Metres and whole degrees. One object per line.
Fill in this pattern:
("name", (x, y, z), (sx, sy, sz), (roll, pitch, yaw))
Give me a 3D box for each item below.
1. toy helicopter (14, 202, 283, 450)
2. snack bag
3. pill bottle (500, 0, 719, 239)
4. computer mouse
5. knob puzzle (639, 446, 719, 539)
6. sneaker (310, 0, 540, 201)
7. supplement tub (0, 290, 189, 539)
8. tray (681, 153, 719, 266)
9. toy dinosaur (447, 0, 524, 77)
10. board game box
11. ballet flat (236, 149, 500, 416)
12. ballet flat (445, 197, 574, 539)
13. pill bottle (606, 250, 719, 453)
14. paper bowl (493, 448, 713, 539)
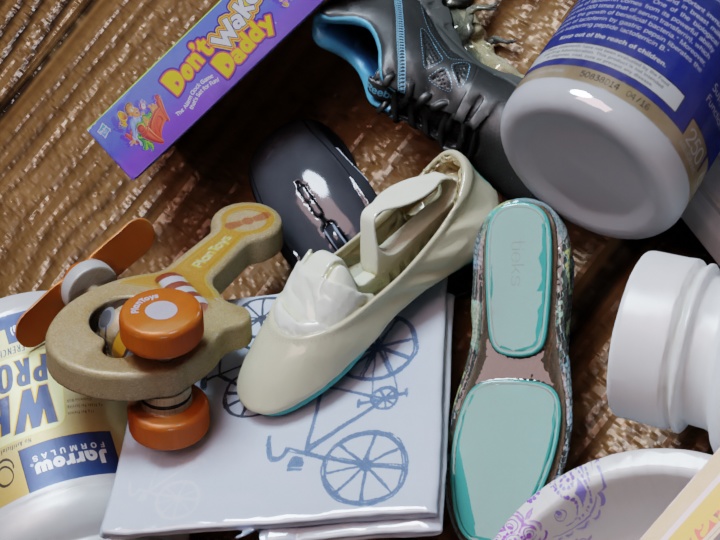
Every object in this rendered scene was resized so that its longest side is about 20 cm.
("toy helicopter", (-0.115, 0.013, 0.952), (0.131, 0.080, 0.200), (15, 35, 23))
("snack bag", (-0.045, 0.081, 0.921), (0.197, 0.022, 0.190), (-6, 43, 10))
("pill bottle", (0.173, -0.126, 0.917), (0.115, 0.116, 0.201), (19, 60, 32))
("computer mouse", (0.003, -0.045, 1.024), (0.140, 0.046, 0.201), (-33, 56, 10))
("knob puzzle", (0.225, 0.151, 0.701), (0.217, 0.030, 0.223), (-5, 73, 16))
("sneaker", (0.048, -0.102, 0.987), (0.081, 0.074, 0.200), (-24, 59, -34))
("supplement tub", (-0.187, 0.130, 0.978), (0.143, 0.144, 0.201), (-31, 57, 10))
("tray", (0.251, -0.029, 0.906), (0.107, 0.022, 0.201), (-36, 56, 6))
("toy dinosaur", (0.062, -0.186, 1.064), (0.088, 0.047, 0.200), (-49, 52, 7))
("board game box", (-0.081, -0.153, 1.053), (0.200, 0.135, 0.045), (-42, 98, 12))
("ballet flat", (0.000, 0.000, 0.924), (0.200, 0.070, 0.069), (-40, 53, -21))
("ballet flat", (0.091, 0.062, 0.915), (0.073, 0.074, 0.203), (5, 80, 28))
("pill bottle", (0.231, 0.054, 0.807), (0.198, 0.114, 0.116), (13, 73, 23))
("paper bowl", (0.155, 0.199, 0.797), (0.198, 0.104, 0.203), (-11, 62, 22))
